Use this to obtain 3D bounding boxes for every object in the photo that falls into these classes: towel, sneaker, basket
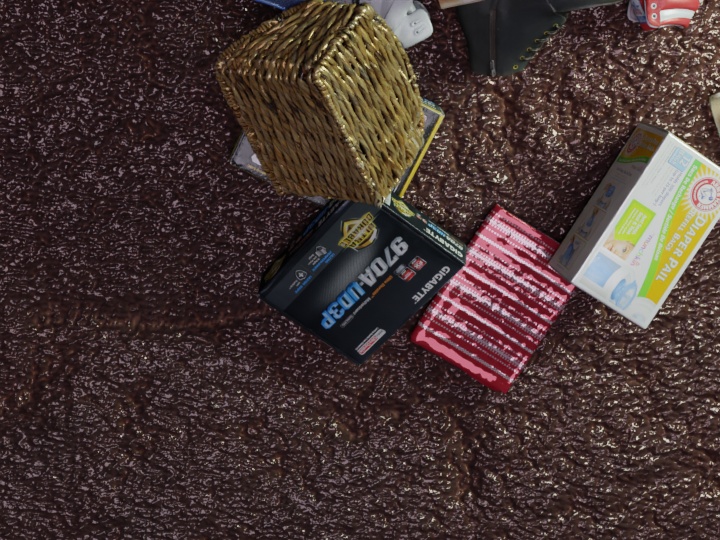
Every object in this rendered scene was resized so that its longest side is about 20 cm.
[{"bbox_3d":[0.167,0.038,1.571,0.144,0.023,0.201,30,103,-10],"label":"towel"},{"bbox_3d":[0.205,-0.275,1.424,0.198,0.075,0.107,0,119,26],"label":"sneaker"},{"bbox_3d":[0.047,-0.321,1.414,0.114,0.075,0.200,33,109,-14],"label":"sneaker"},{"bbox_3d":[-0.036,-0.185,1.375,0.148,0.143,0.201,9,143,36],"label":"basket"},{"bbox_3d":[0.295,-0.334,1.423,0.199,0.071,0.113,21,103,-12],"label":"sneaker"}]

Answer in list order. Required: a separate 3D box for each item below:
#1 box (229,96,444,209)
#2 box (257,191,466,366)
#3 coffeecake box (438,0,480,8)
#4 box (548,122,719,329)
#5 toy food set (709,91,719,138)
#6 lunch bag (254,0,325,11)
[{"bbox_3d":[-0.029,-0.155,1.480,0.199,0.049,0.160,25,108,-11],"label":"box"},{"bbox_3d":[0.000,0.000,1.502,0.158,0.046,0.200,35,121,-18],"label":"box"},{"bbox_3d":[0.120,-0.397,1.348,0.153,0.073,0.201,-37,114,-36],"label":"coffeecake box"},{"bbox_3d":[0.325,-0.054,1.494,0.112,0.101,0.201,30,98,-12],"label":"box"},{"bbox_3d":[0.503,-0.141,1.507,0.142,0.060,0.201,-22,109,5],"label":"toy food set"},{"bbox_3d":[-0.088,-0.383,1.351,0.135,0.132,0.201,14,109,-33],"label":"lunch bag"}]
